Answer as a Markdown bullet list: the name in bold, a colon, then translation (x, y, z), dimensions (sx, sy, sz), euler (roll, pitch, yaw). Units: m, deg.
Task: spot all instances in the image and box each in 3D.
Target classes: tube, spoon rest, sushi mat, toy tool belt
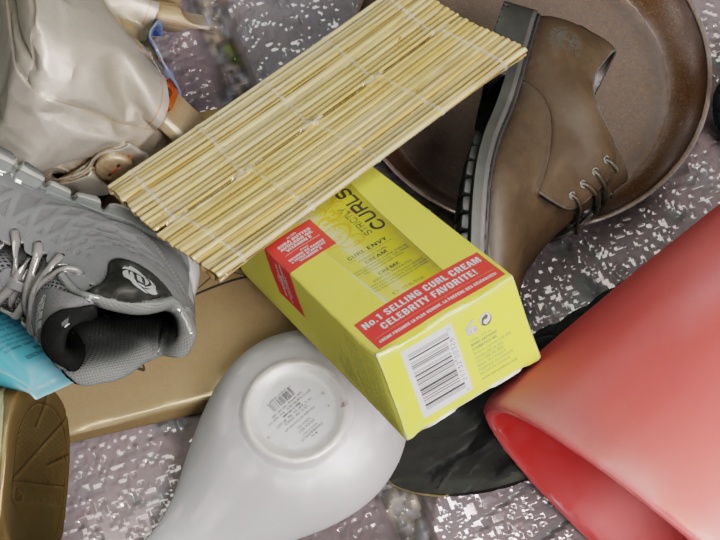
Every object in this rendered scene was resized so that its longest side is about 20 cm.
- **tube**: translation (-0.217, 0.020, 0.858), dimensions (0.198, 0.051, 0.077), euler (17, 25, 22)
- **spoon rest**: translation (-0.066, 0.106, 0.843), dimensions (0.199, 0.061, 0.099), euler (-37, 69, -15)
- **sushi mat**: translation (-0.021, -0.072, 0.852), dimensions (0.199, 0.012, 0.096), euler (-37, 51, -18)
- **toy tool belt**: translation (-0.143, -0.127, 0.922), dimensions (0.122, 0.125, 0.201), euler (9, 42, -30)

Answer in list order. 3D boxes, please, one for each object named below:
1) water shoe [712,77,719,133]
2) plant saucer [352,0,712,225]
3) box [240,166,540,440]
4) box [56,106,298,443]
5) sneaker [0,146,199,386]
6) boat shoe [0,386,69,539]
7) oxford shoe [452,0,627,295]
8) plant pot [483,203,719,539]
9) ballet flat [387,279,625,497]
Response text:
- **water shoe**: translation (0.280, -0.056, 0.909), dimensions (0.200, 0.072, 0.079), euler (42, 64, 12)
- **plant saucer**: translation (0.091, -0.107, 0.953), dimensions (0.198, 0.032, 0.202), euler (0, 67, 1)
- **box**: translation (0.000, 0.000, 0.814), dimensions (0.075, 0.050, 0.200), euler (-29, 33, -12)
- **box**: translation (-0.117, 0.002, 0.910), dimensions (0.198, 0.021, 0.165), euler (-12, 67, -6)
- **sneaker**: translation (-0.163, -0.003, 0.804), dimensions (0.198, 0.076, 0.116), euler (14, 22, -19)
- **boat shoe**: translation (-0.184, 0.153, 0.824), dimensions (0.064, 0.073, 0.202), euler (0, 73, 29)
- **oxford shoe**: translation (0.091, -0.042, 0.869), dimensions (0.084, 0.073, 0.202), euler (13, 67, 3)
- **plant pot**: translation (0.184, 0.061, 0.776), dimensions (0.200, 0.201, 0.178), euler (39, 81, 16)
- **ballet flat**: translation (0.099, 0.059, 0.879), dimensions (0.199, 0.057, 0.067), euler (-26, 92, -5)
